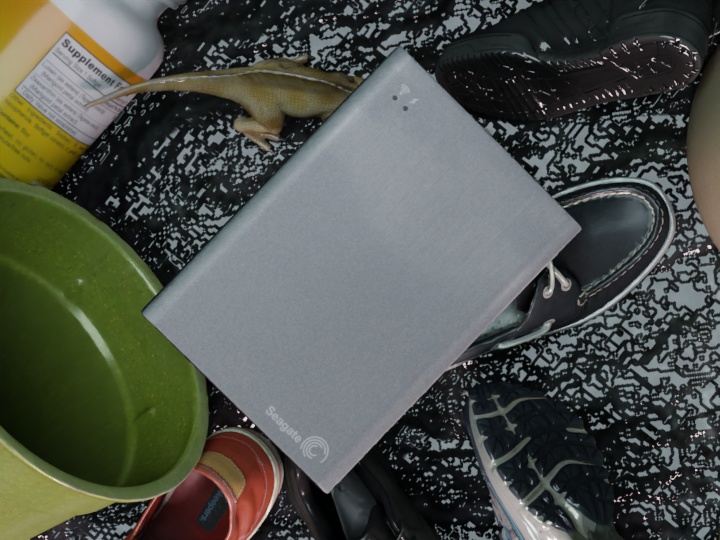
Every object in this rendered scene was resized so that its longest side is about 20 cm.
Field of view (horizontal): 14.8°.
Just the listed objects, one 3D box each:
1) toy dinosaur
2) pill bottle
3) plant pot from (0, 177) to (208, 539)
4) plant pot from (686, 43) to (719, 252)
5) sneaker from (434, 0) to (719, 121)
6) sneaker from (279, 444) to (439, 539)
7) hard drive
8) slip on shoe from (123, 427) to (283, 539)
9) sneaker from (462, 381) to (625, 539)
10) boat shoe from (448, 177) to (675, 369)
[{"bbox_3d":[-0.048,-0.101,1.544,0.199,0.101,0.058,6,85,5],"label":"toy dinosaur"},{"bbox_3d":[-0.182,-0.121,1.561,0.111,0.111,0.200,43,94,8],"label":"pill bottle"},{"bbox_3d":[-0.220,0.083,1.520,0.190,0.200,0.200,-37,82,31],"label":"plant pot"},{"bbox_3d":[0.273,-0.072,1.481,0.199,0.134,0.201,0,87,9],"label":"plant pot"},{"bbox_3d":[0.142,-0.146,1.539,0.199,0.060,0.104,-5,49,34],"label":"sneaker"},{"bbox_3d":[0.019,0.168,1.530,0.076,0.091,0.200,-42,84,1],"label":"sneaker"},{"bbox_3d":[0.000,0.000,1.482,0.140,0.033,0.200,44,88,-5],"label":"hard drive"},{"bbox_3d":[-0.113,0.174,1.548,0.074,0.061,0.200,39,113,14],"label":"slip on shoe"},{"bbox_3d":[0.102,0.155,1.526,0.086,0.077,0.200,-50,59,41],"label":"sneaker"},{"bbox_3d":[0.084,0.009,1.542,0.200,0.060,0.076,-31,84,6],"label":"boat shoe"}]
